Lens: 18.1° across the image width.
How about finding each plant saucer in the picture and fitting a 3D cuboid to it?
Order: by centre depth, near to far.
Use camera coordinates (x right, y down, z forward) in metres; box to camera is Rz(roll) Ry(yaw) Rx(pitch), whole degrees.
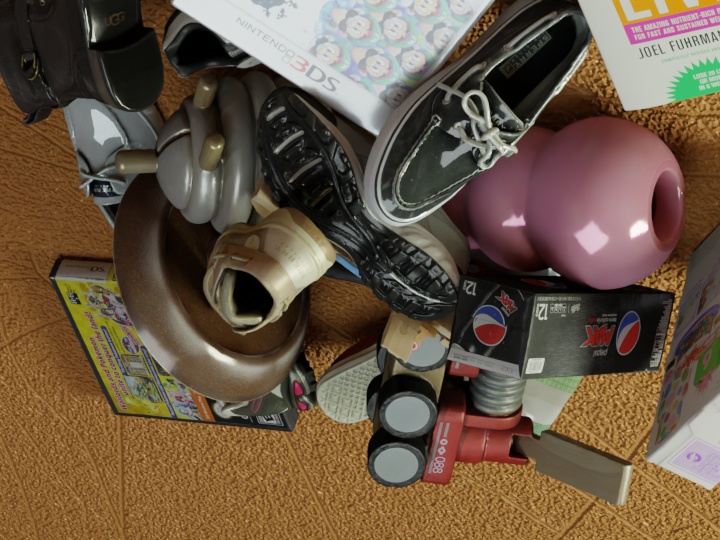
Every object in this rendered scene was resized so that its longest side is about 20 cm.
[{"bbox_3d":[-0.106,0.001,1.754,0.032,0.201,0.200,-24,125,40],"label":"plant saucer"}]

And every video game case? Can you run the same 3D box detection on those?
[{"bbox_3d":[-0.002,-0.210,1.537,0.182,0.024,0.200,32,118,-15],"label":"video game case"},{"bbox_3d":[-0.163,0.067,2.004,0.180,0.026,0.200,4,140,19],"label":"video game case"}]

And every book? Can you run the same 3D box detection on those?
[{"bbox_3d":[0.207,-0.196,1.485,0.133,0.048,0.200,-12,136,20],"label":"book"}]

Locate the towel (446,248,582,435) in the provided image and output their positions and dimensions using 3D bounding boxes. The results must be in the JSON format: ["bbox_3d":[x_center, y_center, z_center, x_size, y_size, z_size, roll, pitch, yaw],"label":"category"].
[{"bbox_3d":[0.121,0.033,1.796,0.149,0.031,0.200,23,123,-6],"label":"towel"}]

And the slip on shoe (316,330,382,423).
[{"bbox_3d":[0.052,0.065,1.883,0.200,0.061,0.074,-25,112,27],"label":"slip on shoe"}]

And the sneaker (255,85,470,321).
[{"bbox_3d":[0.002,-0.054,1.621,0.074,0.079,0.200,-33,106,37],"label":"sneaker"}]

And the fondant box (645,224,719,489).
[{"bbox_3d":[0.279,0.038,1.629,0.058,0.200,0.144,26,143,-9],"label":"fondant box"}]

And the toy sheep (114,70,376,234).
[{"bbox_3d":[-0.083,-0.088,1.689,0.199,0.138,0.138,2,144,-13],"label":"toy sheep"}]

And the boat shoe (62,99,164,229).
[{"bbox_3d":[-0.188,-0.079,1.797,0.070,0.072,0.201,-3,137,26],"label":"boat shoe"}]

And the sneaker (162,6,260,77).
[{"bbox_3d":[-0.055,-0.180,1.611,0.199,0.080,0.074,-11,131,31],"label":"sneaker"}]

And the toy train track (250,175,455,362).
[{"bbox_3d":[0.000,0.000,1.652,0.200,0.115,0.033,36,139,-16],"label":"toy train track"}]

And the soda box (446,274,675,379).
[{"bbox_3d":[0.148,0.040,1.655,0.071,0.064,0.200,14,-173,36],"label":"soda box"}]

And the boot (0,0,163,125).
[{"bbox_3d":[-0.224,-0.200,1.654,0.174,0.069,0.201,10,110,50],"label":"boot"}]

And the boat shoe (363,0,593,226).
[{"bbox_3d":[0.084,-0.106,1.547,0.074,0.199,0.068,49,177,-23],"label":"boat shoe"}]

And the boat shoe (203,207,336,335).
[{"bbox_3d":[-0.081,0.009,1.624,0.072,0.065,0.200,47,158,-7],"label":"boat shoe"}]

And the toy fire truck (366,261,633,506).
[{"bbox_3d":[0.112,0.098,1.757,0.199,0.129,0.177,8,123,-6],"label":"toy fire truck"}]

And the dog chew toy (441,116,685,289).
[{"bbox_3d":[0.134,-0.051,1.657,0.199,0.125,0.125,3,140,32],"label":"dog chew toy"}]

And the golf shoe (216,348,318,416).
[{"bbox_3d":[-0.090,0.056,1.886,0.088,0.077,0.200,-16,135,-4],"label":"golf shoe"}]

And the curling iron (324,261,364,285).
[{"bbox_3d":[-0.038,0.000,1.785,0.025,0.050,0.200,-8,171,33],"label":"curling iron"}]
